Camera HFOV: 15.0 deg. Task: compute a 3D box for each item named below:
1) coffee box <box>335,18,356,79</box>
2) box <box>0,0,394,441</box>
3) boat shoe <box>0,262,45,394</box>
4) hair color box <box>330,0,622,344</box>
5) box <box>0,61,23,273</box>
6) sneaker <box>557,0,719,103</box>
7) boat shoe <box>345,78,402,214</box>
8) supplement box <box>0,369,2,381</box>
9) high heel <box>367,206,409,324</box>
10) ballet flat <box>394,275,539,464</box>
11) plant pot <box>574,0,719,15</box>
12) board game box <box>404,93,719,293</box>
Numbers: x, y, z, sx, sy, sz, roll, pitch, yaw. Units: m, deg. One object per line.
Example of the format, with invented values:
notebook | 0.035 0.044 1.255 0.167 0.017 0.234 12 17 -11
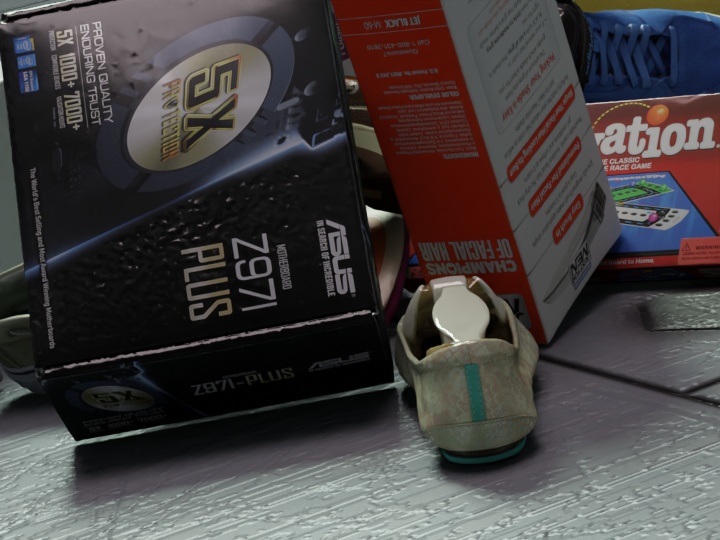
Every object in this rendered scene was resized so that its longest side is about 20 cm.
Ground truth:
coffee box | -0.025 -0.142 1.741 0.197 0.200 0.200 -7 14 18
box | -0.080 -0.035 1.326 0.163 0.200 0.086 -10 -24 2
boat shoe | -0.107 0.002 1.396 0.200 0.062 0.072 -28 51 13
hair color box | 0.060 -0.075 1.345 0.064 0.200 0.111 -3 30 31
box | -0.266 -0.034 1.590 0.200 0.153 0.106 -3 15 34
sneaker | 0.135 -0.118 1.561 0.200 0.077 0.111 -1 -6 1
boat shoe | -0.027 -0.081 1.440 0.202 0.075 0.075 12 -22 -4
supplement box | -0.301 0.028 1.456 0.200 0.109 0.061 -7 16 22
high heel | 0.000 0.000 1.499 0.067 0.096 0.200 -14 34 4
ballet flat | 0.050 0.032 1.251 0.067 0.062 0.200 -11 13 -3
plant pot | 0.200 -0.176 1.754 0.200 0.177 0.200 -5 15 24
board game box | 0.118 -0.041 1.450 0.200 0.103 0.019 -3 -29 31
